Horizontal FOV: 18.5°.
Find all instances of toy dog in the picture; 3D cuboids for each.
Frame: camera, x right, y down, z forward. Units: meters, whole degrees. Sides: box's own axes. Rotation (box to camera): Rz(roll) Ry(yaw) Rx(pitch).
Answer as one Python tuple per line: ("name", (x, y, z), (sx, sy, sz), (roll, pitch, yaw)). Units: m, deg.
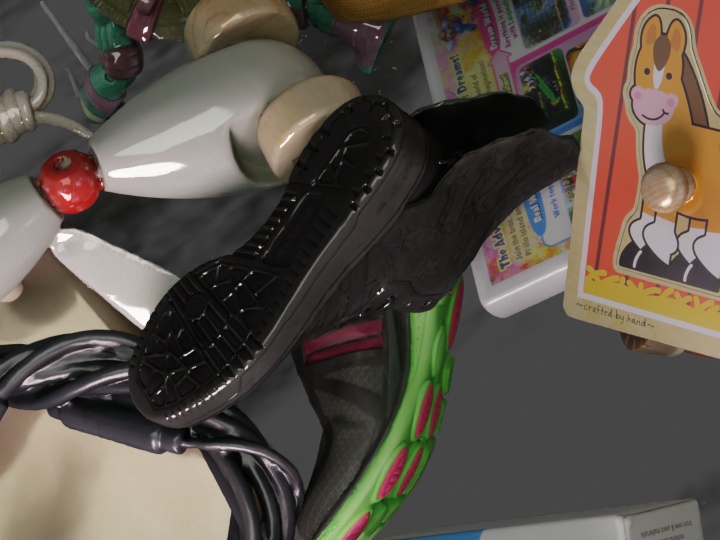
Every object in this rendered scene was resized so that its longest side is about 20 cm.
("toy dog", (-0.085, -0.040, 0.965), (0.198, 0.096, 0.133), (-13, 55, 10))

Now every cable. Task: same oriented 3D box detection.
("cable", (-0.122, 0.107, 0.950), (0.198, 0.051, 0.164), (-16, 75, 3))

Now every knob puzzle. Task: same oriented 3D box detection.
("knob puzzle", (0.162, -0.058, 0.851), (0.218, 0.030, 0.222), (6, 101, 37))

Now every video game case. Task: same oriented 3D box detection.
("video game case", (0.114, -0.101, 0.974), (0.181, 0.024, 0.201), (-26, 57, 22))

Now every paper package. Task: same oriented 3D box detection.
("paper package", (-0.156, 0.095, 1.027), (0.190, 0.103, 0.200), (-42, 80, 5))

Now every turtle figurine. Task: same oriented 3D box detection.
("turtle figurine", (-0.089, -0.131, 1.036), (0.199, 0.101, 0.150), (30, 95, 3))

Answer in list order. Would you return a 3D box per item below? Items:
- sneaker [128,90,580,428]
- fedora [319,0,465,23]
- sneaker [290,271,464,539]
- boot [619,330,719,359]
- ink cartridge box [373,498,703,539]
("sneaker", (-0.002, -0.002, 0.930), (0.200, 0.104, 0.060), (-49, 53, 10))
("fedora", (0.028, -0.163, 0.965), (0.199, 0.201, 0.082), (-21, 111, 8))
("sneaker", (0.000, 0.034, 1.025), (0.083, 0.077, 0.202), (9, 78, 15))
("boot", (0.181, -0.055, 1.005), (0.106, 0.075, 0.202), (8, 81, -10))
("ink cartridge box", (0.083, 0.209, 0.967), (0.144, 0.084, 0.202), (-11, 85, 32))
